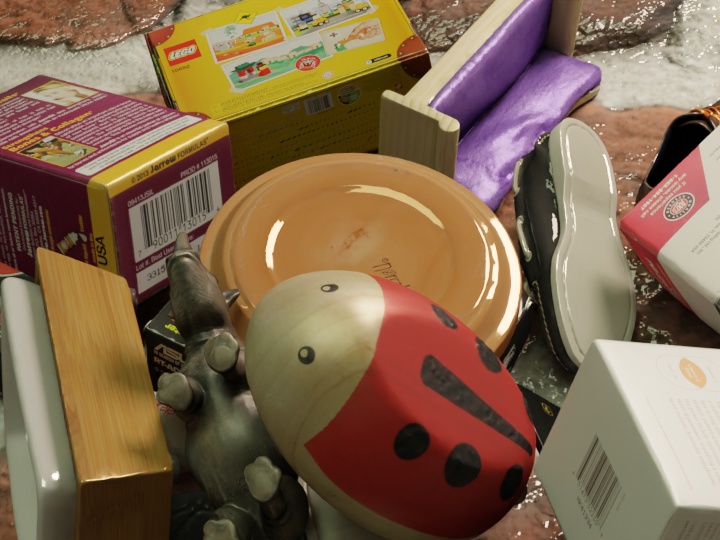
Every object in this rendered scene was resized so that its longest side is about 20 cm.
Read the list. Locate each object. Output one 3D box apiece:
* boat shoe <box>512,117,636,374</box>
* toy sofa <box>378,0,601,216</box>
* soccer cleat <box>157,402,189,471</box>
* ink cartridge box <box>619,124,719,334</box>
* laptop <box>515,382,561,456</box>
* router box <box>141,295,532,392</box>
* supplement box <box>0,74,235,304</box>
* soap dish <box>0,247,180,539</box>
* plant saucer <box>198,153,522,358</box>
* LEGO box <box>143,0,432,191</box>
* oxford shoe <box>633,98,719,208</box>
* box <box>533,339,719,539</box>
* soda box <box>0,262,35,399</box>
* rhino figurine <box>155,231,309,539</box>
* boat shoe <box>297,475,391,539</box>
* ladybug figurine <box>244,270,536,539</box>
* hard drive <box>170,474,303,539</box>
[{"bbox_3d":[0.138,-0.010,1.209,0.060,0.074,0.201,-35,46,40],"label":"boat shoe"},{"bbox_3d":[0.103,-0.136,1.317,0.097,0.083,0.200,27,53,20],"label":"toy sofa"},{"bbox_3d":[-0.048,0.096,1.143,0.199,0.069,0.085,-15,38,-8],"label":"soccer cleat"},{"bbox_3d":[0.283,-0.011,1.113,0.145,0.084,0.200,-44,42,-1],"label":"ink cartridge box"},{"bbox_3d":[0.207,0.130,1.008,0.103,0.200,0.178,-46,38,20],"label":"laptop"},{"bbox_3d":[-0.013,0.046,1.104,0.199,0.062,0.150,25,50,17],"label":"router box"},{"bbox_3d":[-0.205,-0.060,1.294,0.199,0.104,0.131,18,35,35],"label":"supplement box"},{"bbox_3d":[-0.161,0.107,1.039,0.081,0.158,0.200,-4,40,-15],"label":"soap dish"},{"bbox_3d":[0.000,0.000,1.082,0.199,0.032,0.201,2,50,-3],"label":"plant saucer"},{"bbox_3d":[-0.054,-0.151,1.398,0.199,0.077,0.149,-19,42,-5],"label":"LEGO box"},{"bbox_3d":[0.256,-0.089,1.252,0.071,0.073,0.200,17,50,30],"label":"oxford shoe"},{"bbox_3d":[0.212,0.117,0.932,0.199,0.098,0.125,5,37,-20],"label":"box"},{"bbox_3d":[-0.271,0.035,1.269,0.199,0.064,0.071,22,53,33],"label":"soda box"},{"bbox_3d":[-0.077,0.068,0.985,0.060,0.087,0.201,-20,68,6],"label":"rhino figurine"},{"bbox_3d":[-0.001,0.188,0.972,0.074,0.062,0.200,-15,42,-2],"label":"boat shoe"},{"bbox_3d":[0.027,0.072,0.958,0.072,0.200,0.136,-22,45,44],"label":"ladybug figurine"},{"bbox_3d":[-0.079,0.190,1.066,0.199,0.042,0.135,-10,42,4],"label":"hard drive"}]
